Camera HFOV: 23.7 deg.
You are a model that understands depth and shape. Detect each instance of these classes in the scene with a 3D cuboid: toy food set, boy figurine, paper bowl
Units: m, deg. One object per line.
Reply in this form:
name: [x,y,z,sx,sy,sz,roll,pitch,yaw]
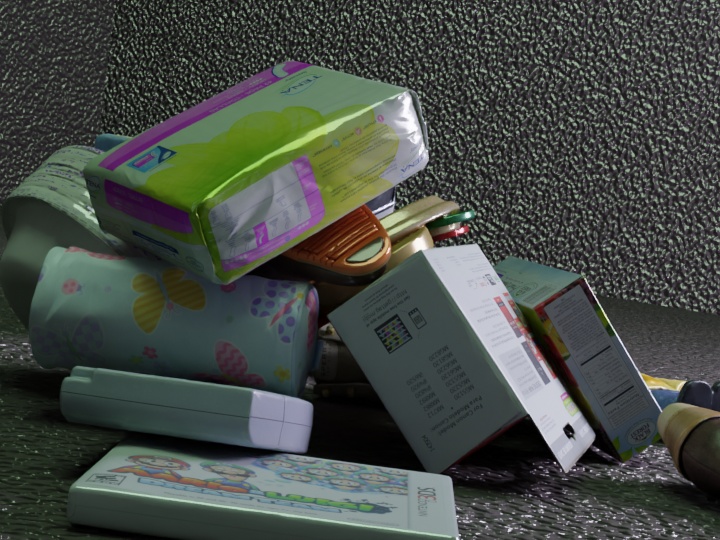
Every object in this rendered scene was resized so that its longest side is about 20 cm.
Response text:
toy food set: [0.000,0.000,1.344,0.200,0.049,0.198,-31,-3,36]
boy figurine: [0.252,0.107,1.523,0.124,0.065,0.200,3,9,-27]
paper bowl: [-0.195,0.012,1.310,0.200,0.104,0.201,32,-28,20]

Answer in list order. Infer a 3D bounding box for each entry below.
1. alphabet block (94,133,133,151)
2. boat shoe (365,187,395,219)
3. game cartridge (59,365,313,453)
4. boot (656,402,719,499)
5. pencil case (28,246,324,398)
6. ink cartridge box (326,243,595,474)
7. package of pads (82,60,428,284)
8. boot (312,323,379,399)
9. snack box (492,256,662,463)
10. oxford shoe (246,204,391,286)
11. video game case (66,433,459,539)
alphabet block: [-0.144,-0.024,1.707,0.199,0.198,0.195,5,6,-39]
boat shoe: [-0.047,-0.050,1.377,0.199,0.068,0.072,-21,43,-37]
game cartridge: [-0.098,0.089,1.071,0.132,0.042,0.200,11,-6,8]
boot: [0.317,0.147,1.192,0.199,0.073,0.166,8,15,-21]
pencil case: [-0.127,0.038,1.175,0.199,0.084,0.091,7,-31,8]
ink cartridge box: [0.079,0.077,1.213,0.084,0.176,0.200,-35,-7,13]
package of pads: [-0.069,-0.074,1.189,0.199,0.069,0.154,-32,32,-29]
boot: [0.037,0.082,1.410,0.154,0.073,0.200,8,-2,-3]
snack box: [0.164,0.067,1.377,0.053,0.143,0.200,-31,10,-6]
oxford shoe: [-0.042,-0.014,1.222,0.071,0.073,0.200,-32,30,-26]
video game case: [-0.046,0.124,0.943,0.199,0.024,0.182,7,3,1]
